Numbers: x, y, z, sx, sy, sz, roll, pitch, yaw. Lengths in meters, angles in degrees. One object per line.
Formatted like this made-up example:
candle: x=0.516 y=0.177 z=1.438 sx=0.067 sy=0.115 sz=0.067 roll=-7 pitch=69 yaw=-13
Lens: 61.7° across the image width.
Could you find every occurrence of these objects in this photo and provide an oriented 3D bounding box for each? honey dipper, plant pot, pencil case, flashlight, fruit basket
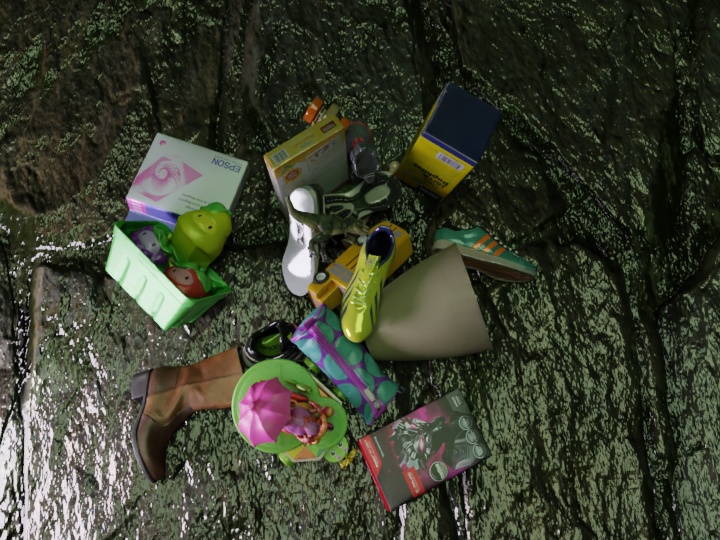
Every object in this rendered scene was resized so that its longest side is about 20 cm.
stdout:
honey dipper: x=0.025 y=-0.129 z=1.152 sx=0.037 sy=0.038 sz=0.202 roll=27 pitch=73 yaw=7
plant pot: x=0.102 y=0.076 z=1.031 sx=0.197 sy=0.187 sz=0.191 roll=-20 pitch=74 yaw=8
pencil case: x=-0.023 y=0.153 z=0.991 sx=0.085 sy=0.092 sz=0.200 roll=-43 pitch=94 yaw=0
flashlight: x=-0.001 y=-0.227 z=1.103 sx=0.067 sy=0.201 sz=0.069 roll=25 pitch=109 yaw=-16
fruit basket: x=-0.311 y=-0.031 z=1.050 sx=0.211 sy=0.155 sz=0.221 roll=2 pitch=96 yaw=18

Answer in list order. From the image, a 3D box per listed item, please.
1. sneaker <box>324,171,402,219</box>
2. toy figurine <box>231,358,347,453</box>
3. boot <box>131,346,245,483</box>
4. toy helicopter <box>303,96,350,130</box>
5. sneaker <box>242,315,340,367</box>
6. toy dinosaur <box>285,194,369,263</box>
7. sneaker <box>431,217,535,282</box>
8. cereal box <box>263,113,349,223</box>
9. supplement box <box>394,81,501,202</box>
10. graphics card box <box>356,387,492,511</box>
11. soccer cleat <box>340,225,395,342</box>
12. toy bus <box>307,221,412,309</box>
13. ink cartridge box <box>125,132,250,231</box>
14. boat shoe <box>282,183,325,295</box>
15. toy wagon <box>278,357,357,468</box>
sneaker: x=-0.016 y=-0.131 z=1.124 sx=0.196 sy=0.089 sz=0.078 roll=-18 pitch=111 yaw=10
toy figurine: x=-0.110 y=0.222 z=0.908 sx=0.197 sy=0.184 sz=0.153 roll=21 pitch=83 yaw=-1
boot: x=-0.278 y=0.241 z=1.017 sx=0.196 sy=0.069 sz=0.191 roll=-12 pitch=61 yaw=-1
toy helicopter: x=-0.099 y=-0.227 z=1.148 sx=0.078 sy=0.132 sz=0.202 roll=32 pitch=99 yaw=-10
sneaker: x=-0.113 y=0.120 z=1.046 sx=0.196 sy=0.088 sz=0.075 roll=-13 pitch=73 yaw=-6
toy dinosaur: x=-0.063 y=-0.062 z=1.023 sx=0.047 sy=0.198 sz=0.090 roll=1 pitch=83 yaw=40
sneaker: x=0.233 y=-0.041 z=1.113 sx=0.196 sy=0.072 sz=0.081 roll=19 pitch=69 yaw=-1
cereal box: x=-0.089 y=-0.175 z=1.077 sx=0.143 sy=0.201 sz=0.040 roll=-34 pitch=72 yaw=-12
supplement box: x=0.152 y=-0.224 z=1.091 sx=0.108 sy=0.200 sz=0.110 roll=29 pitch=73 yaw=-3
graphics card box: x=0.107 y=0.300 z=1.017 sx=0.197 sy=0.051 sz=0.127 roll=-24 pitch=75 yaw=-9
soccer cleat: x=0.012 y=0.016 z=0.975 sx=0.063 sy=0.084 sz=0.203 roll=16 pitch=61 yaw=3
toy bus: x=0.000 y=0.000 z=1.077 sx=0.078 sy=0.066 sz=0.200 roll=30 pitch=63 yaw=35
ink cartridge box: x=-0.333 y=-0.142 z=1.145 sx=0.193 sy=0.043 sz=0.203 roll=17 pitch=72 yaw=3
boat shoe: x=-0.092 y=-0.054 z=1.082 sx=0.070 sy=0.063 sz=0.204 roll=18 pitch=114 yaw=23
toy wagon: x=-0.086 y=0.255 z=1.019 sx=0.199 sy=0.040 sz=0.156 roll=41 pitch=85 yaw=4
